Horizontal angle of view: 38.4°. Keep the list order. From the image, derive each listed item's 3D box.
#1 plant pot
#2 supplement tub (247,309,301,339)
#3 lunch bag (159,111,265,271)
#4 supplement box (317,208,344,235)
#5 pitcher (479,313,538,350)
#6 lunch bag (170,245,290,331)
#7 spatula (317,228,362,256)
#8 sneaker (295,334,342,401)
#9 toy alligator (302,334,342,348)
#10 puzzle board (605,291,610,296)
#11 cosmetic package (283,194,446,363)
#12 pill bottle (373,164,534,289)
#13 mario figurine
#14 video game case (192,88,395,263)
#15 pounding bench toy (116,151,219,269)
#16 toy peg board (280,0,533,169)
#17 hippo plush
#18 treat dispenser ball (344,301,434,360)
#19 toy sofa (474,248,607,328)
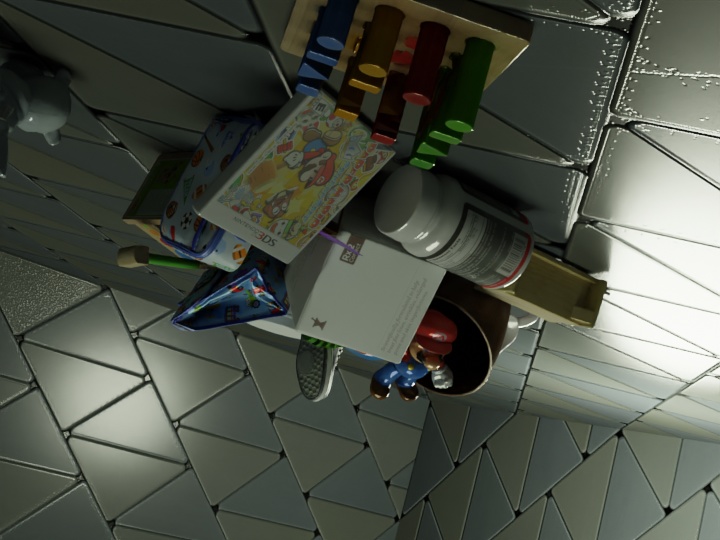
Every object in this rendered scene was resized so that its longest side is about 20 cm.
[{"bbox_3d":[0.167,0.073,1.685,0.187,0.200,0.187,17,126,24],"label":"plant pot"},{"bbox_3d":[-0.114,0.005,1.750,0.132,0.200,0.132,14,168,3],"label":"supplement tub"},{"bbox_3d":[-0.167,-0.105,1.312,0.076,0.200,0.160,26,178,-36],"label":"lunch bag"},{"bbox_3d":[-0.111,-0.114,1.404,0.200,0.111,0.086,4,164,46],"label":"supplement box"},{"bbox_3d":[0.208,0.075,1.875,0.171,0.121,0.200,-25,-147,-26],"label":"pitcher"},{"bbox_3d":[-0.200,0.027,1.627,0.200,0.151,0.094,-22,114,23],"label":"lunch bag"},{"bbox_3d":[-0.091,-0.049,1.350,0.200,0.021,0.057,10,169,26],"label":"spatula"},{"bbox_3d":[-0.026,0.115,1.629,0.146,0.203,0.077,19,154,-40],"label":"sneaker"},{"bbox_3d":[-0.021,0.094,1.549,0.200,0.054,0.059,11,-156,-35],"label":"toy alligator"},{"bbox_3d":[0.306,0.027,1.770,0.151,0.017,0.200,20,168,-23],"label":"puzzle board"},{"bbox_3d":[0.000,0.000,1.485,0.165,0.165,0.200,19,-160,-17],"label":"cosmetic package"},{"bbox_3d":[0.122,-0.058,1.357,0.200,0.114,0.114,23,166,-33],"label":"pill bottle"},{"bbox_3d":[0.086,0.145,1.572,0.106,0.123,0.200,46,138,14],"label":"mario figurine"},{"bbox_3d":[-0.073,-0.110,1.223,0.182,0.200,0.023,31,-163,-53],"label":"video game case"},{"bbox_3d":[-0.267,-0.056,1.588,0.124,0.200,0.156,2,149,47],"label":"pounding bench toy"},{"bbox_3d":[0.024,-0.178,0.950,0.199,0.098,0.200,17,168,-9],"label":"toy peg board"},{"bbox_3d":[-0.439,-0.233,1.295,0.200,0.160,0.161,26,-154,28],"label":"hippo plush"},{"bbox_3d":[0.035,0.056,1.800,0.201,0.201,0.201,15,169,3],"label":"treat dispenser ball"},{"bbox_3d":[0.278,0.020,1.607,0.200,0.083,0.098,23,171,-32],"label":"toy sofa"}]
